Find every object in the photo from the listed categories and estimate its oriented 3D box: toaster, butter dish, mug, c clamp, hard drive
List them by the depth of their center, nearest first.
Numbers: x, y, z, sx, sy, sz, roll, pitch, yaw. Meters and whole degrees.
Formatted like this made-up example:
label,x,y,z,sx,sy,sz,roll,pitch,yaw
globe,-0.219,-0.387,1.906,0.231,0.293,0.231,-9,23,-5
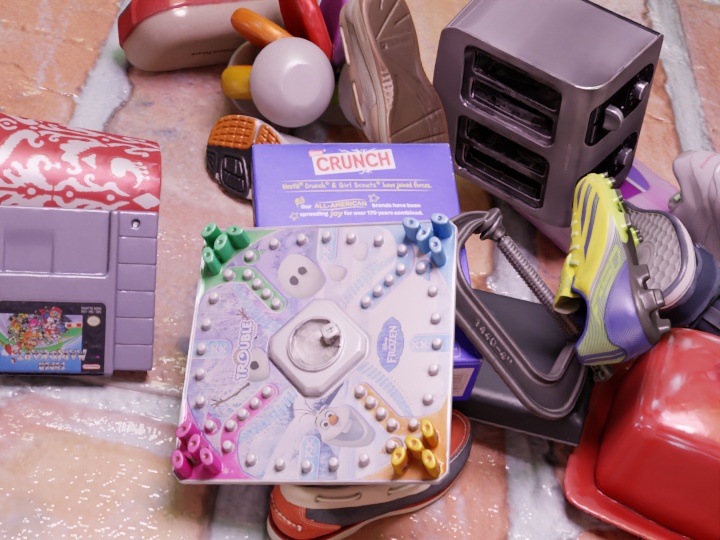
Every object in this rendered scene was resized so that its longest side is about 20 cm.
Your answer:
label,x,y,z,sx,sy,sz,roll,pitch,yaw
c clamp,0.131,0.027,1.010,0.200,0.027,0.171,47,45,-14
butter dish,0.284,0.119,1.016,0.198,0.149,0.200,22,39,9
mug,-0.274,-0.044,1.072,0.197,0.180,0.133,5,-1,-19
hard drive,0.101,0.069,1.081,0.197,0.033,0.140,13,38,12
toaster,0.161,-0.164,1.179,0.199,0.182,0.119,31,55,22

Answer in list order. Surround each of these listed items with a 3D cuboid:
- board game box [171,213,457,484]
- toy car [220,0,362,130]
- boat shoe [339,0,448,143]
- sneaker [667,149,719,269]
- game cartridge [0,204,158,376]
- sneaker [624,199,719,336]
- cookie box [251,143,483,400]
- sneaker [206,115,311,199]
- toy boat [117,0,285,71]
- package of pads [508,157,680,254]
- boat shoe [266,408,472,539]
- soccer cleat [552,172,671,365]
label,x,y,z,sx,sy,sz,roll,pitch,yaw
board game box,-0.032,0.052,0.919,0.197,0.026,0.203,-2,63,12
toy car,-0.038,-0.219,1.270,0.197,0.152,0.175,2,9,-20
boat shoe,0.026,-0.154,1.173,0.071,0.065,0.203,-17,93,-34
sneaker,0.334,-0.038,1.194,0.078,0.202,0.099,-36,43,-21
game cartridge,-0.256,0.015,0.987,0.197,0.132,0.038,2,-3,-16
sneaker,0.276,0.015,1.091,0.146,0.077,0.203,39,10,-14
cookie box,0.000,0.000,1.023,0.168,0.075,0.202,-1,61,-8
sneaker,-0.056,-0.093,1.232,0.198,0.077,0.092,21,8,24
toy boat,-0.163,-0.292,1.346,0.198,0.130,0.133,-13,84,-31
package of pads,0.233,-0.070,1.279,0.120,0.076,0.200,-22,51,-36
boat shoe,0.014,0.144,0.965,0.198,0.063,0.071,-20,48,-37
soccer cleat,0.183,-0.006,1.009,0.083,0.065,0.201,-25,36,17
